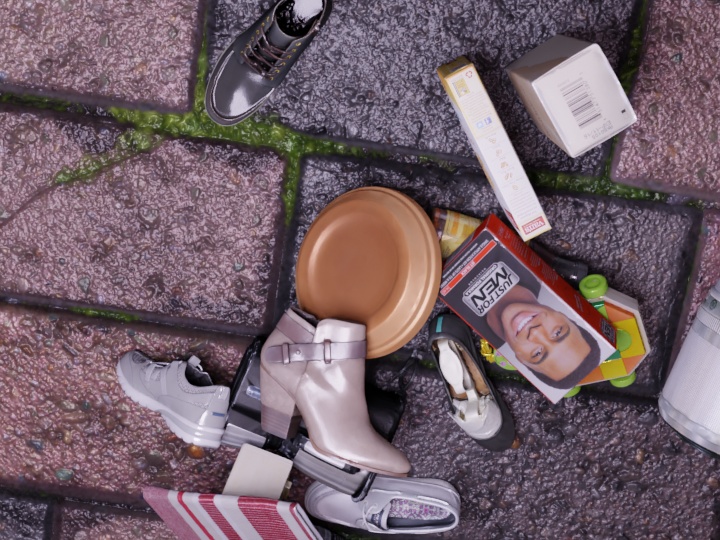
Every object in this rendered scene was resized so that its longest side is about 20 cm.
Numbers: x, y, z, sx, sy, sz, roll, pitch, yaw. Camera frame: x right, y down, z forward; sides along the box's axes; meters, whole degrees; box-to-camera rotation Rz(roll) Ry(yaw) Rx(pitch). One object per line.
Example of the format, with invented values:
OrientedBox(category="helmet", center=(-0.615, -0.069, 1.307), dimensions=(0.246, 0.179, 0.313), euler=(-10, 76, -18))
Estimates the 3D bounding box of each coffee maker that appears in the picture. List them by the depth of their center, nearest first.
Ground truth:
OrientedBox(category="coffee maker", center=(-0.056, 0.155, 1.294), dimensions=(0.199, 0.135, 0.193), euler=(25, 66, -7))

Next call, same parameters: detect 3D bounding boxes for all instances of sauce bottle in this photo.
OrientedBox(category="sauce bottle", center=(0.170, -0.020, 1.270), dimensions=(0.199, 0.066, 0.066), euler=(16, 104, -7))

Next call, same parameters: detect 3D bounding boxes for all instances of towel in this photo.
OrientedBox(category="towel", center=(-0.131, 0.290, 1.198), dimensions=(0.199, 0.023, 0.144), euler=(-1, 138, 27))

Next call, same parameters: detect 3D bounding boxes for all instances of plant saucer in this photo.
OrientedBox(category="plant saucer", center=(0.000, 0.000, 1.227), dimensions=(0.199, 0.037, 0.201), euler=(-6, 79, 35))

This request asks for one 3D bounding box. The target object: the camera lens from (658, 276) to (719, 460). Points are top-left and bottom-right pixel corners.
OrientedBox(category="camera lens", center=(0.455, 0.119, 1.254), dimensions=(0.159, 0.160, 0.201), euler=(19, 104, -5))

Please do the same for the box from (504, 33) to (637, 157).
OrientedBox(category="box", center=(0.222, -0.193, 1.154), dimensions=(0.078, 0.200, 0.095), euler=(-31, 102, 7))

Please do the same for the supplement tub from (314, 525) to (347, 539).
OrientedBox(category="supplement tub", center=(-0.030, 0.403, 1.348), dimensions=(0.199, 0.123, 0.123), euler=(29, 103, -7))

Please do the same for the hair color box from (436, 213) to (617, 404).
OrientedBox(category="hair color box", center=(0.185, 0.043, 1.208), dimensions=(0.200, 0.061, 0.102), euler=(42, 113, -4))

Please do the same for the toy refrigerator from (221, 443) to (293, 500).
OrientedBox(category="toy refrigerator", center=(-0.130, 0.290, 1.282), dimensions=(0.070, 0.076, 0.200), euler=(20, 145, 2))

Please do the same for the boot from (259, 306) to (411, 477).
OrientedBox(category="boot", center=(-0.021, 0.129, 1.179), dimensions=(0.199, 0.070, 0.147), euler=(17, 92, 9))

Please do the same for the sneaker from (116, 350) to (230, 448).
OrientedBox(category="sneaker", center=(-0.214, 0.134, 1.266), dimensions=(0.075, 0.200, 0.082), euler=(21, 95, -50))

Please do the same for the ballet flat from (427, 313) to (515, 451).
OrientedBox(category="ballet flat", center=(0.129, 0.149, 1.309), dimensions=(0.068, 0.068, 0.201), euler=(-22, 103, 22))

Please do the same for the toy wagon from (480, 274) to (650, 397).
OrientedBox(category="toy wagon", center=(0.242, 0.088, 1.283), dimensions=(0.199, 0.040, 0.156), euler=(-14, 123, 18))

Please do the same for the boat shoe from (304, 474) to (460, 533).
OrientedBox(category="boat shoe", center=(0.028, 0.302, 1.349), dimensions=(0.199, 0.069, 0.072), euler=(8, 104, -2))

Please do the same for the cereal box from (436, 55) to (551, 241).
OrientedBox(category="cereal box", center=(0.147, -0.140, 1.197), dimensions=(0.039, 0.144, 0.201), euler=(-26, 102, 6))

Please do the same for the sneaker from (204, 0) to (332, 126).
OrientedBox(category="sneaker", center=(-0.110, -0.243, 1.190), dimensions=(0.075, 0.106, 0.200), euler=(38, 101, -9))
